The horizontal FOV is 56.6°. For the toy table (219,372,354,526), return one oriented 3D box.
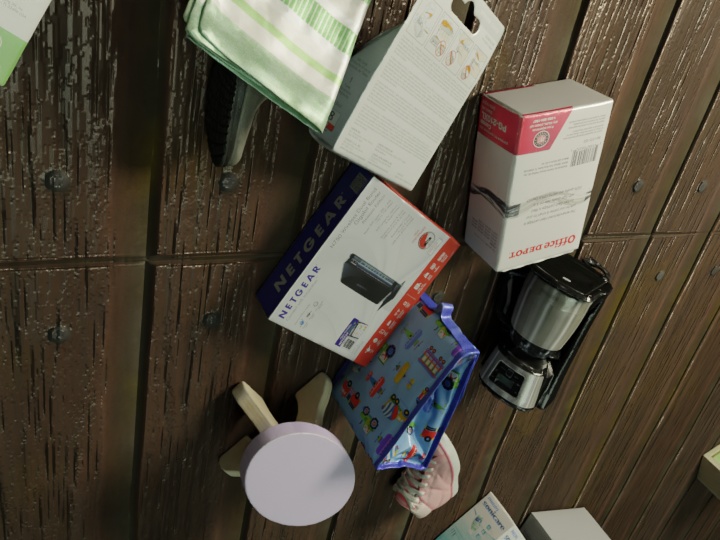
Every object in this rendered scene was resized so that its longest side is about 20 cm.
[{"bbox_3d":[-0.093,0.226,0.854,0.181,0.117,0.203,-30,133,-11],"label":"toy table"}]

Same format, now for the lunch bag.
[{"bbox_3d":[0.060,0.125,0.857,0.092,0.151,0.204,12,115,-37],"label":"lunch bag"}]

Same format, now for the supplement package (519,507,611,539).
[{"bbox_3d":[0.444,0.611,1.427,0.196,0.156,0.113,12,116,-37],"label":"supplement package"}]

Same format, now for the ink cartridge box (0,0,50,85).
[{"bbox_3d":[-0.255,-0.252,0.458,0.116,0.068,0.202,28,105,-40],"label":"ink cartridge box"}]

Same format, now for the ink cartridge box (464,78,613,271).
[{"bbox_3d":[0.216,-0.118,0.834,0.141,0.085,0.205,-14,126,-23],"label":"ink cartridge box"}]

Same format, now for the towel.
[{"bbox_3d":[-0.051,-0.245,0.560,0.151,0.023,0.206,28,78,-37],"label":"towel"}]

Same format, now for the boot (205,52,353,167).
[{"bbox_3d":[-0.066,-0.186,0.622,0.127,0.068,0.205,3,114,-35],"label":"boot"}]

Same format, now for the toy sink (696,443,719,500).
[{"bbox_3d":[0.994,0.502,1.718,0.195,0.131,0.114,-24,130,-14],"label":"toy sink"}]

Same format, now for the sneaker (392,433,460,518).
[{"bbox_3d":[0.101,0.328,1.072,0.103,0.075,0.204,-29,136,-18],"label":"sneaker"}]

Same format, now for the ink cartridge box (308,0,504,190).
[{"bbox_3d":[0.051,-0.196,0.680,0.161,0.050,0.204,14,108,-56],"label":"ink cartridge box"}]

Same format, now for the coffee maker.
[{"bbox_3d":[0.280,0.090,0.984,0.187,0.135,0.205,4,119,-34],"label":"coffee maker"}]

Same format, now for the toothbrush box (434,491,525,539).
[{"bbox_3d":[0.221,0.550,1.294,0.198,0.086,0.147,-39,132,-2],"label":"toothbrush box"}]

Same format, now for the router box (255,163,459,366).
[{"bbox_3d":[0.000,0.000,0.803,0.178,0.049,0.202,30,102,-42],"label":"router box"}]
